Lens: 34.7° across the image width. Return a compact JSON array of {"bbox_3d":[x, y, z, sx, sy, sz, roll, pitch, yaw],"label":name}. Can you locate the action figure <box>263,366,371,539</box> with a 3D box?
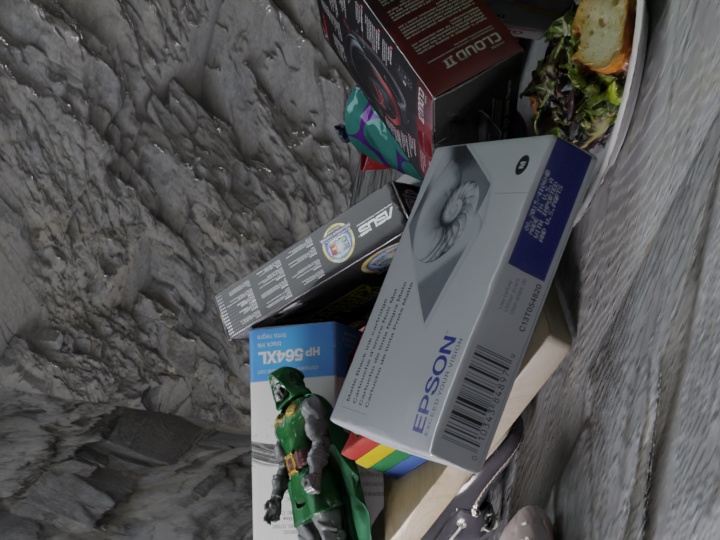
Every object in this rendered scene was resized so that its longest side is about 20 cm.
[{"bbox_3d":[-0.035,0.165,0.854,0.118,0.054,0.201,-42,55,46],"label":"action figure"}]

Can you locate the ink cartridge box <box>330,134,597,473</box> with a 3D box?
[{"bbox_3d":[0.047,0.015,0.730,0.200,0.040,0.200,1,68,66],"label":"ink cartridge box"}]

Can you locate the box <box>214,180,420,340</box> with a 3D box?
[{"bbox_3d":[0.000,0.000,0.982,0.160,0.200,0.044,7,-123,-57],"label":"box"}]

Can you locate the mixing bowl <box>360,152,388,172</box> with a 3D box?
[{"bbox_3d":[0.069,-0.207,1.367,0.200,0.108,0.201,-171,90,-86],"label":"mixing bowl"}]

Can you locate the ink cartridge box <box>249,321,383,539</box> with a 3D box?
[{"bbox_3d":[-0.028,0.153,0.971,0.146,0.084,0.201,30,-123,-67],"label":"ink cartridge box"}]

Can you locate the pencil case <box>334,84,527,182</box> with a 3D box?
[{"bbox_3d":[0.060,-0.123,1.012,0.085,0.093,0.200,-45,33,-10],"label":"pencil case"}]

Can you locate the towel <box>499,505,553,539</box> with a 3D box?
[{"bbox_3d":[0.085,0.273,0.673,0.200,0.032,0.192,-86,6,-53],"label":"towel"}]

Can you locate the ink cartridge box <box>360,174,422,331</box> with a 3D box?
[{"bbox_3d":[0.045,-0.027,1.163,0.176,0.045,0.200,-40,22,22],"label":"ink cartridge box"}]

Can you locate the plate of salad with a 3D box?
[{"bbox_3d":[0.137,-0.125,0.740,0.200,0.048,0.201,-171,90,-85],"label":"plate of salad"}]

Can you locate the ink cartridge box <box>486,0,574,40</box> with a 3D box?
[{"bbox_3d":[0.107,-0.237,0.899,0.200,0.117,0.068,132,148,-82],"label":"ink cartridge box"}]

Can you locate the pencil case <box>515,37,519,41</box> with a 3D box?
[{"bbox_3d":[0.104,-0.188,1.087,0.088,0.087,0.201,-86,8,-49],"label":"pencil case"}]

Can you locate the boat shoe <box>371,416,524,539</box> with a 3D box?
[{"bbox_3d":[0.072,0.169,0.853,0.200,0.063,0.073,-54,11,36],"label":"boat shoe"}]

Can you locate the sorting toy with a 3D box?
[{"bbox_3d":[0.054,0.062,0.840,0.199,0.069,0.200,-56,15,23],"label":"sorting toy"}]

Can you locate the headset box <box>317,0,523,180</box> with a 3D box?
[{"bbox_3d":[0.044,-0.159,0.844,0.200,0.075,0.149,58,171,23],"label":"headset box"}]
